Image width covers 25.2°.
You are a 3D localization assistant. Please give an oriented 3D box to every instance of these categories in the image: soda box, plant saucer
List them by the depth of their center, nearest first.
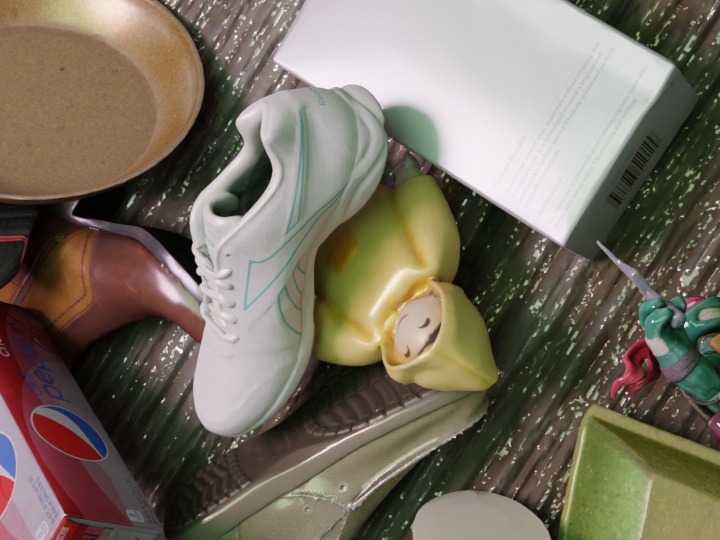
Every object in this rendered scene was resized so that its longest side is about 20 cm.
[{"bbox_3d":[0.157,0.183,0.772,0.047,0.199,0.202,10,93,-24],"label":"plant saucer"},{"bbox_3d":[-0.181,0.095,0.853,0.070,0.063,0.200,-58,44,16],"label":"soda box"},{"bbox_3d":[-0.190,-0.103,0.932,0.198,0.036,0.202,6,48,-6],"label":"plant saucer"}]

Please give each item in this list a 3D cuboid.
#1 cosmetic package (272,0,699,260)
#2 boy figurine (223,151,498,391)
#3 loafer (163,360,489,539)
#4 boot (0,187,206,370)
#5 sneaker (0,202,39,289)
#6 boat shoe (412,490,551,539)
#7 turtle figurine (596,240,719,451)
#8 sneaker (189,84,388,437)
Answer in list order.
[{"bbox_3d":[0.065,-0.105,0.866,0.199,0.081,0.113,36,97,20],"label":"cosmetic package"},{"bbox_3d":[0.000,0.000,0.861,0.124,0.064,0.200,-46,52,11],"label":"boy figurine"},{"bbox_3d":[-0.011,0.107,0.880,0.199,0.076,0.069,-29,115,5],"label":"loafer"},{"bbox_3d":[-0.174,0.055,0.944,0.187,0.068,0.201,33,97,19],"label":"boot"},{"bbox_3d":[-0.245,-0.039,0.958,0.201,0.073,0.087,58,136,43],"label":"sneaker"},{"bbox_3d":[0.081,0.180,0.805,0.071,0.200,0.063,-20,120,-14],"label":"boat shoe"},{"bbox_3d":[0.208,0.050,0.791,0.200,0.149,0.101,47,145,37],"label":"turtle figurine"},{"bbox_3d":[-0.057,-0.005,0.819,0.070,0.080,0.202,38,118,39],"label":"sneaker"}]
